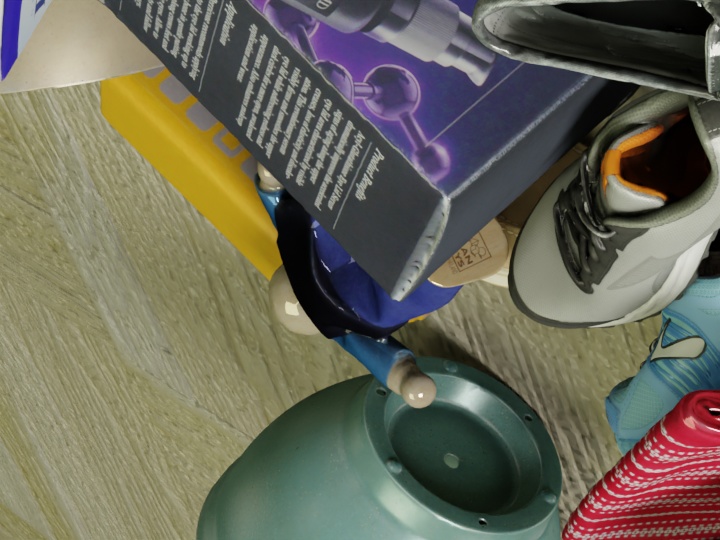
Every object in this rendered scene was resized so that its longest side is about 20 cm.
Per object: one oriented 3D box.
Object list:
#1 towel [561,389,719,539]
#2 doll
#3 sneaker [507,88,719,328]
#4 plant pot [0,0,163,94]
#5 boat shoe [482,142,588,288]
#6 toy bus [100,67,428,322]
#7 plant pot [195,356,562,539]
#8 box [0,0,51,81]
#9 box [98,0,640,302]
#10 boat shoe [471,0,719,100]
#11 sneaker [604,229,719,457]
[{"bbox_3d":[0.173,0.086,0.952,0.200,0.144,0.023,114,155,-68],"label":"towel"},{"bbox_3d":[0.000,0.000,1.046,0.137,0.048,0.200,59,157,-2],"label":"doll"},{"bbox_3d":[0.107,-0.031,0.887,0.200,0.079,0.074,-40,63,55],"label":"sneaker"},{"bbox_3d":[-0.159,-0.172,1.101,0.200,0.200,0.135,18,119,52],"label":"plant pot"},{"bbox_3d":[0.050,-0.049,1.026,0.200,0.074,0.069,21,144,43],"label":"boat shoe"},{"bbox_3d":[-0.039,-0.048,1.187,0.200,0.078,0.065,44,158,12],"label":"toy bus"},{"bbox_3d":[0.028,0.132,1.243,0.200,0.200,0.134,44,130,13],"label":"plant pot"},{"bbox_3d":[-0.196,-0.187,0.921,0.183,0.200,0.105,14,126,2],"label":"box"},{"bbox_3d":[0.006,-0.116,0.903,0.200,0.148,0.104,44,157,9],"label":"box"},{"bbox_3d":[0.133,-0.080,0.757,0.198,0.068,0.074,16,146,17],"label":"boat shoe"},{"bbox_3d":[0.156,0.022,0.968,0.090,0.078,0.200,59,151,8],"label":"sneaker"}]
